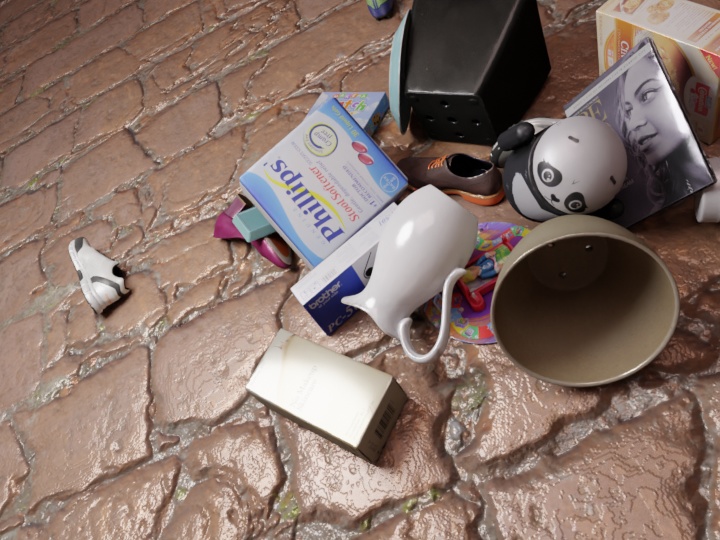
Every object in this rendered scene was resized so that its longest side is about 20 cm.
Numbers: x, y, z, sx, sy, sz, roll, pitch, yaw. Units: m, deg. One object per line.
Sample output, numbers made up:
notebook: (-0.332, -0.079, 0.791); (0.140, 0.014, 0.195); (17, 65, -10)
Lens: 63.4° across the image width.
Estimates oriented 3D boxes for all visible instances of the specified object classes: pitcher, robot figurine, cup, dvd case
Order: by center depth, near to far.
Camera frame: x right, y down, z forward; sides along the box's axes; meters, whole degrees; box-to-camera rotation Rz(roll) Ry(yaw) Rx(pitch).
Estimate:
cup: (0.255, 0.013, 0.698); (0.197, 0.203, 0.144); (-10, 28, 18)
dvd case: (0.354, -0.170, 0.762); (0.016, 0.149, 0.204); (-6, 73, -29)
robot figurine: (0.262, -0.127, 0.774); (0.147, 0.200, 0.128); (-2, 90, -6)
pitcher: (0.086, 0.005, 0.776); (0.171, 0.121, 0.202); (40, 101, 34)

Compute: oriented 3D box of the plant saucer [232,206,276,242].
plant saucer: (-0.119, -0.109, 1.001); (0.198, 0.019, 0.070); (-26, 48, -22)

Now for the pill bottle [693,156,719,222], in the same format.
pill bottle: (0.512, -0.103, 0.692); (0.196, 0.110, 0.111); (-2, 56, 23)

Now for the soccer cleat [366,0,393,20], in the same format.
soccer cleat: (0.049, -0.648, 1.301); (0.064, 0.084, 0.203); (-7, 55, 21)

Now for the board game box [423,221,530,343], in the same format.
board game box: (0.175, 0.003, 0.819); (0.156, 0.039, 0.203); (9, 63, 30)

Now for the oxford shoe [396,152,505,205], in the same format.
oxford shoe: (0.136, -0.163, 0.932); (0.197, 0.073, 0.072); (14, 65, 32)

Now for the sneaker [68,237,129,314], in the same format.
sneaker: (-0.506, 0.000, 1.130); (0.079, 0.074, 0.200); (-29, 53, -16)

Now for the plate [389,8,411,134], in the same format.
plate: (0.071, -0.338, 1.001); (0.025, 0.201, 0.203); (5, 58, 11)

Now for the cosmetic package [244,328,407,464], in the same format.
cosmetic package: (-0.048, 0.166, 0.790); (0.197, 0.073, 0.105); (17, 66, 32)

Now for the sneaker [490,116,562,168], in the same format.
sneaker: (0.293, -0.184, 0.876); (0.196, 0.074, 0.081); (-8, 59, 20)

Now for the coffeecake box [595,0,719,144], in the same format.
coffeecake box: (0.440, -0.296, 0.830); (0.073, 0.154, 0.200); (-39, 50, -5)

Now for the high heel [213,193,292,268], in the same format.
high heel: (-0.191, -0.043, 1.024); (0.097, 0.067, 0.200); (-53, 50, 15)

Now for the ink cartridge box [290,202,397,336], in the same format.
ink cartridge box: (0.000, 0.000, 0.869); (0.199, 0.094, 0.044); (-40, 50, -5)

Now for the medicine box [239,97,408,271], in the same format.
medicine box: (-0.058, -0.129, 0.923); (0.200, 0.103, 0.183); (-42, 89, -9)

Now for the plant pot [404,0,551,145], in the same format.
plant pot: (0.180, -0.321, 0.956); (0.197, 0.199, 0.180); (13, 75, 31)

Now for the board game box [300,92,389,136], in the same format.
board game box: (-0.050, -0.260, 1.101); (0.149, 0.037, 0.202); (9, 56, 30)
